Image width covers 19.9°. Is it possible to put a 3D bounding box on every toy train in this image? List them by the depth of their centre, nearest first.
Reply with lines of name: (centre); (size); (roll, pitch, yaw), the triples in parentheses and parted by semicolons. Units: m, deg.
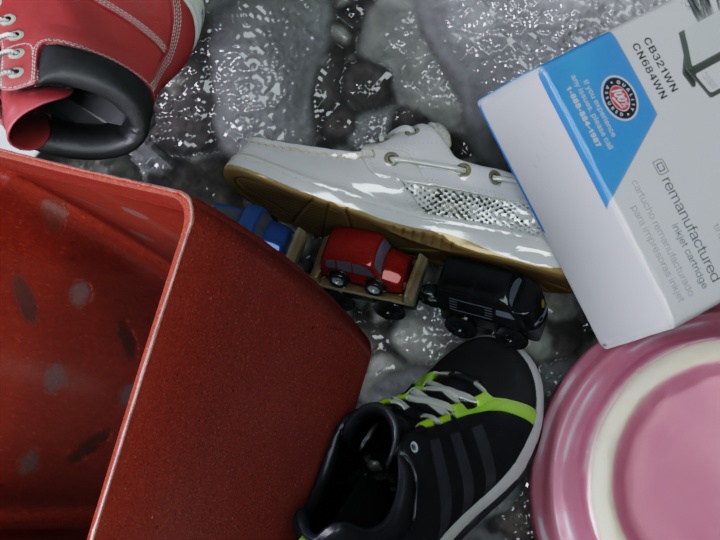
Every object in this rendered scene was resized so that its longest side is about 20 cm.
toy train: (0.000, 0.000, 1.065); (0.200, 0.046, 0.034); (13, 57, 14)

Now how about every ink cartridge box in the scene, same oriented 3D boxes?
ink cartridge box: (0.185, -0.071, 1.049); (0.200, 0.084, 0.146); (-28, 90, -22)

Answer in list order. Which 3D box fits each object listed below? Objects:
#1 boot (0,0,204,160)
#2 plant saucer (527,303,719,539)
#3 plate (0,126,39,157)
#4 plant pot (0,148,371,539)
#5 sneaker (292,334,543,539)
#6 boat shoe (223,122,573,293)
boot: (-0.187, -0.120, 0.995); (0.200, 0.144, 0.072); (17, 126, 1)
plant saucer: (0.187, 0.112, 1.048); (0.200, 0.051, 0.201); (0, 79, -1)
plate: (-0.194, -0.182, 1.083); (0.200, 0.032, 0.200); (42, 94, -1)
plant pot: (-0.113, 0.066, 0.996); (0.176, 0.200, 0.200); (21, 86, -47)
sneaker: (0.030, 0.090, 1.007); (0.072, 0.083, 0.200); (13, 47, 28)
boat shoe: (0.029, -0.045, 1.083); (0.200, 0.071, 0.069); (15, 78, -3)
